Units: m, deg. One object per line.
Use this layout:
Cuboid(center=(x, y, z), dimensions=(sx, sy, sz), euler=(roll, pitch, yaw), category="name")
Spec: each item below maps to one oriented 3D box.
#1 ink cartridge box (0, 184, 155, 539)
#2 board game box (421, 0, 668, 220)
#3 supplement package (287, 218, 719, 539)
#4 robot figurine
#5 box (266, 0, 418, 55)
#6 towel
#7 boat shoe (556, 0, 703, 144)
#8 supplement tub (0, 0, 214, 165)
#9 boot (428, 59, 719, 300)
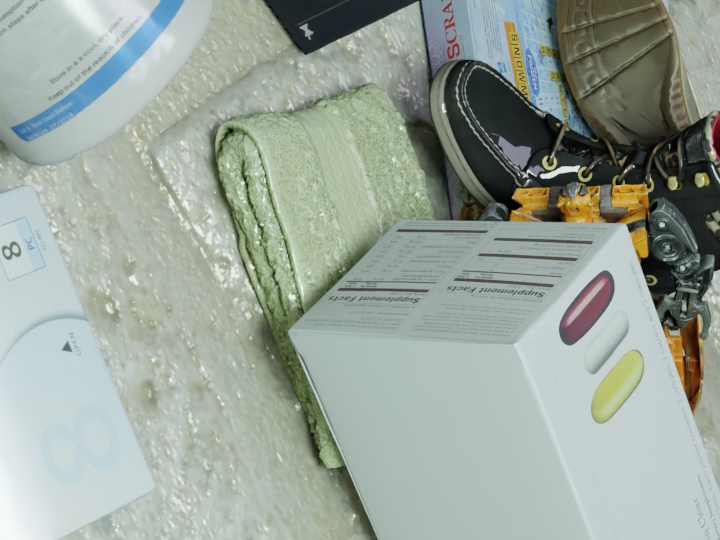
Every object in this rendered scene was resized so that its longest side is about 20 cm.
Cuboid(center=(-0.200, 0.063, 1.157), dimensions=(0.199, 0.047, 0.161), euler=(-25, 94, -50), category="ink cartridge box")
Cuboid(center=(0.126, -0.102, 1.558), dimensions=(0.199, 0.041, 0.202), euler=(5, 73, -44), category="board game box")
Cuboid(center=(0.081, 0.087, 1.322), dimensions=(0.111, 0.155, 0.201), euler=(-44, 122, -38), category="supplement package")
Cuboid(center=(0.129, 0.029, 1.411), dimensions=(0.058, 0.144, 0.201), euler=(-76, 161, -51), category="robot figurine")
Cuboid(center=(0.005, -0.245, 1.371), dimensions=(0.183, 0.199, 0.104), euler=(54, 44, -17), category="box")
Cuboid(center=(0.000, 0.000, 1.396), dimensions=(0.148, 0.036, 0.202), euler=(-19, 90, -48), category="towel")
Cuboid(center=(0.172, -0.099, 1.533), dimensions=(0.065, 0.072, 0.201), euler=(-7, 74, -83), category="boat shoe")
Cuboid(center=(-0.177, -0.160, 1.202), dimensions=(0.200, 0.131, 0.132), euler=(48, 47, -24), category="supplement tub")
Cuboid(center=(0.146, -0.059, 1.424), dimensions=(0.200, 0.150, 0.073), euler=(49, 48, -23), category="boot")
